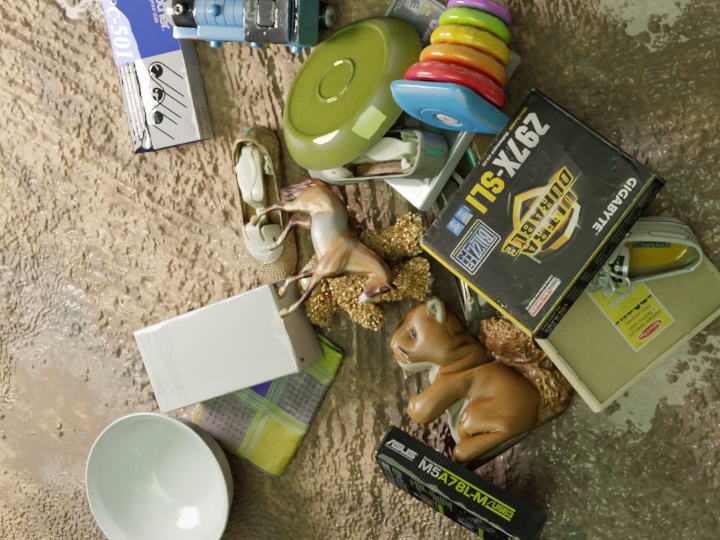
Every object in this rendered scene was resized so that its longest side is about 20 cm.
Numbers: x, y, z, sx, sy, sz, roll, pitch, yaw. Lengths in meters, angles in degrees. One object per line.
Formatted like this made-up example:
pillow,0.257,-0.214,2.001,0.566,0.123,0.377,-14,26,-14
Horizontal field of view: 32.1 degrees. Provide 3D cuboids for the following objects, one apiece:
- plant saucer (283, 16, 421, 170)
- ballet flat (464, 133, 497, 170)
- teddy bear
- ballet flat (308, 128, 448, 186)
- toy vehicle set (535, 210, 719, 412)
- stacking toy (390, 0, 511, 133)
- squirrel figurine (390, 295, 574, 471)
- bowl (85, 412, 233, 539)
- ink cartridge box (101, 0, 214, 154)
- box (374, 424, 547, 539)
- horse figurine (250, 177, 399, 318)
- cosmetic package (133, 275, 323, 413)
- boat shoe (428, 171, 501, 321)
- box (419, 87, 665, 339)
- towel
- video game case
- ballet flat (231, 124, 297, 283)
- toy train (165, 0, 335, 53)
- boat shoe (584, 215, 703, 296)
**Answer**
plant saucer,-0.019,-0.205,1.392,0.200,0.031,0.200,-25,48,32
ballet flat,0.162,-0.095,1.395,0.072,0.068,0.200,-17,82,4
teddy bear,0.000,0.000,1.435,0.200,0.067,0.145,5,100,38
ballet flat,0.004,-0.131,1.388,0.200,0.064,0.067,0,88,38
toy vehicle set,0.291,0.043,1.343,0.200,0.027,0.124,-37,84,-8
stacking toy,0.119,-0.248,1.298,0.110,0.116,0.200,12,82,42
squirrel figurine,0.136,0.106,1.416,0.200,0.142,0.187,-31,74,2
bowl,-0.238,0.265,1.577,0.201,0.090,0.201,3,101,18
ink cartridge box,-0.248,-0.250,1.526,0.094,0.044,0.200,-10,95,19
box,0.113,0.253,1.399,0.193,0.200,0.048,27,77,14
horse figurine,-0.049,-0.035,1.410,0.133,0.050,0.200,-29,58,17
cosmetic package,-0.159,0.090,1.506,0.200,0.081,0.113,-17,92,21
boat shoe,0.109,-0.031,1.382,0.060,0.072,0.202,-18,57,-9
box,0.179,-0.057,1.253,0.160,0.049,0.200,42,101,26
towel,-0.118,0.148,1.554,0.144,0.023,0.200,33,108,13
video game case,0.063,-0.198,1.403,0.182,0.023,0.200,42,110,32
ballet flat,-0.122,-0.073,1.498,0.070,0.065,0.200,-8,95,22
toy train,-0.132,-0.298,1.440,0.200,0.114,0.087,7,100,18
boat shoe,0.256,-0.008,1.285,0.202,0.086,0.075,-3,114,-7
